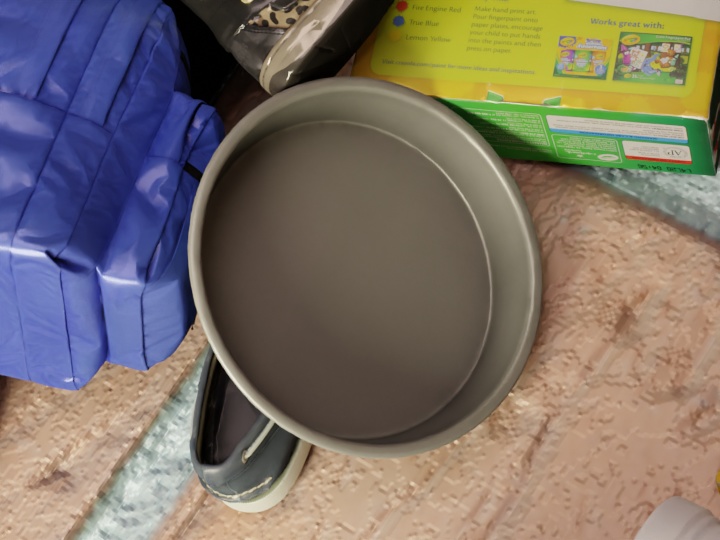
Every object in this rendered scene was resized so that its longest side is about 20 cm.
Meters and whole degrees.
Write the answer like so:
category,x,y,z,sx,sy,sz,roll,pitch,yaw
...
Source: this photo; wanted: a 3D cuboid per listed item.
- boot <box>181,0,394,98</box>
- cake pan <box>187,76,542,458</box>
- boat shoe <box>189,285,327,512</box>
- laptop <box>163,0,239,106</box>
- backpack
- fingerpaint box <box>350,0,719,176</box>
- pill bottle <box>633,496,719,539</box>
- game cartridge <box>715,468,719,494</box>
category,x,y,z,sx,sy,sz,roll,pitch,yaw
boot,-0.032,-0.203,1.085,0.150,0.073,0.200,36,83,15
cake pan,0.000,0.000,1.047,0.199,0.037,0.202,5,76,-22
boat shoe,-0.048,0.029,1.095,0.074,0.062,0.201,12,70,25
laptop,-0.087,-0.187,1.240,0.187,0.115,0.201,48,115,31
backpack,-0.155,-0.053,1.099,0.166,0.163,0.201,13,58,-2
fingerpaint box,0.110,-0.149,1.116,0.198,0.073,0.168,5,68,17
pill bottle,0.215,0.179,0.911,0.199,0.104,0.105,26,76,28
game cartridge,0.297,0.059,0.985,0.199,0.032,0.177,17,73,22
